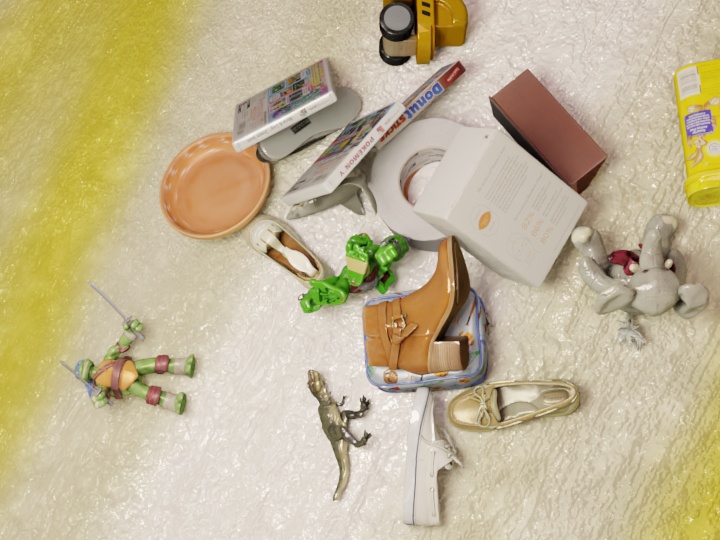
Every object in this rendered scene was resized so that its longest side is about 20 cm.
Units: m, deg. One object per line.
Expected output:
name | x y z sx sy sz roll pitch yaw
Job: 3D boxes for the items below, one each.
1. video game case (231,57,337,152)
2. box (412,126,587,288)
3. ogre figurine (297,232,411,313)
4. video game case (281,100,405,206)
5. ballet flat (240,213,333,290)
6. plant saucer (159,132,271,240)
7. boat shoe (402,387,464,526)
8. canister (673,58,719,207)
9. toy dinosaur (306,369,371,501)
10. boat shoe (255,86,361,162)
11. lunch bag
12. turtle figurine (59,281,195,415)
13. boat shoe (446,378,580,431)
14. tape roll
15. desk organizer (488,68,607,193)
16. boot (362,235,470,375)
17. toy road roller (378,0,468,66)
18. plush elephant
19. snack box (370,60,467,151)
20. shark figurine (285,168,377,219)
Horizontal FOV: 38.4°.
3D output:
video game case | -0.126 -0.274 1.695 0.181 0.024 0.200 -26 25 8
box | 0.205 -0.094 1.522 0.153 0.199 0.106 -58 26 -5
ogre figurine | 0.000 0.000 1.584 0.098 0.120 0.201 42 123 12
video game case | -0.029 -0.179 1.614 0.023 0.200 0.183 45 73 -14
ballet flat | -0.123 -0.038 1.680 0.199 0.062 0.068 35 87 21
plant saucer | -0.241 -0.138 1.739 0.198 0.038 0.202 -7 63 13
boat shoe | 0.111 0.276 1.522 0.085 0.075 0.204 4 86 9
canister | 0.544 -0.207 1.525 0.147 0.087 0.202 -6 73 14
toy dinosaur | -0.026 0.242 1.589 0.087 0.047 0.202 -23 71 24
boat shoe | -0.089 -0.242 1.717 0.199 0.064 0.071 -31 92 -19
lunch bag | 0.102 0.101 1.576 0.198 0.076 0.162 -7 72 15
turtle figurine | -0.368 0.153 1.642 0.192 0.144 0.202 11 121 0
boat shoe | 0.222 0.194 1.521 0.198 0.063 0.074 -7 74 14
tape roll | 0.117 -0.135 1.637 0.198 0.066 0.203 -4 74 15
desk organizer | 0.292 -0.210 1.605 0.077 0.072 0.201 -37 69 1
boot | 0.077 0.051 1.504 0.153 0.074 0.203 0 86 24
toy road roller | 0.102 -0.436 1.697 0.144 0.123 0.202 0 76 0
plush elephant | 0.400 0.008 1.460 0.163 0.155 0.202 -1 81 -6
snack box | 0.082 -0.262 1.655 0.200 0.072 0.024 -43 103 -12
shark figurine | -0.016 -0.121 1.654 0.128 0.214 0.090 -45 108 -29
